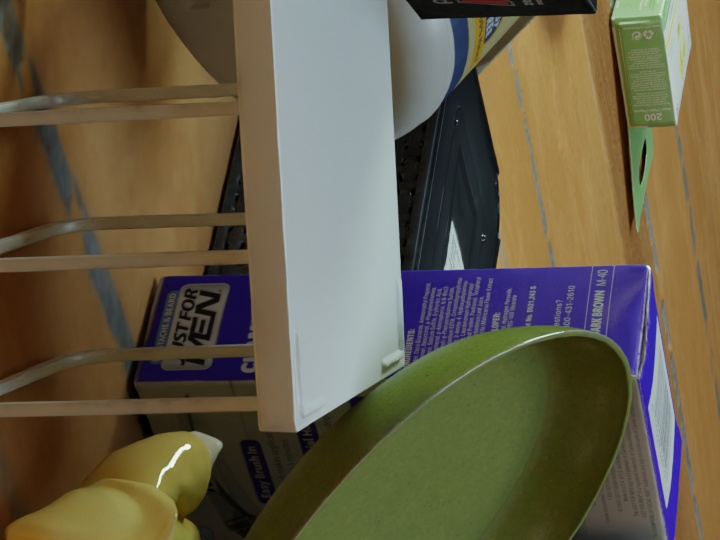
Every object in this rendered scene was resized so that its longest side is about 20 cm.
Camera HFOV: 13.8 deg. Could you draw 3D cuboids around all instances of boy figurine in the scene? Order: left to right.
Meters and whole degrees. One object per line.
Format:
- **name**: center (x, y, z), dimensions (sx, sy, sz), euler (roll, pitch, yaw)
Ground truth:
- **boy figurine**: center (-0.073, 0.113, 1.072), dimensions (0.200, 0.064, 0.125), euler (63, 38, -66)

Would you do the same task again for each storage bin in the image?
- **storage bin**: center (0.000, 0.000, 1.323), dimensions (0.136, 0.093, 0.201), euler (74, 19, -48)

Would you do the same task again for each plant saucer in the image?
- **plant saucer**: center (0.016, 0.093, 1.065), dimensions (0.200, 0.031, 0.200), euler (-35, 150, -24)

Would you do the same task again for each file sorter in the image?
- **file sorter**: center (-0.065, -0.057, 0.986), dimensions (0.139, 0.124, 0.201), euler (-25, 113, -74)

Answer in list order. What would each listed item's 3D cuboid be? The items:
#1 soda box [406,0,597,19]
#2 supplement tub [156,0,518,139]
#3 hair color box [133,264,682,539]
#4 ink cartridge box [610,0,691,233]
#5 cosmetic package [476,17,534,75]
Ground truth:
- **soda box**: center (0.029, -0.140, 0.971), dimensions (0.200, 0.070, 0.064), euler (38, 53, -71)
- **supplement tub**: center (0.021, -0.161, 1.179), dimensions (0.200, 0.144, 0.145), euler (-49, 143, -31)
- **hair color box**: center (0.021, 0.056, 1.177), dimensions (0.110, 0.199, 0.065), euler (75, 18, -45)
- **ink cartridge box**: center (0.244, -0.153, 2.449), dimensions (0.146, 0.048, 0.201), euler (-71, 154, -56)
- **cosmetic package**: center (0.053, -0.168, 1.385), dimensions (0.200, 0.071, 0.106), euler (134, -35, -57)
